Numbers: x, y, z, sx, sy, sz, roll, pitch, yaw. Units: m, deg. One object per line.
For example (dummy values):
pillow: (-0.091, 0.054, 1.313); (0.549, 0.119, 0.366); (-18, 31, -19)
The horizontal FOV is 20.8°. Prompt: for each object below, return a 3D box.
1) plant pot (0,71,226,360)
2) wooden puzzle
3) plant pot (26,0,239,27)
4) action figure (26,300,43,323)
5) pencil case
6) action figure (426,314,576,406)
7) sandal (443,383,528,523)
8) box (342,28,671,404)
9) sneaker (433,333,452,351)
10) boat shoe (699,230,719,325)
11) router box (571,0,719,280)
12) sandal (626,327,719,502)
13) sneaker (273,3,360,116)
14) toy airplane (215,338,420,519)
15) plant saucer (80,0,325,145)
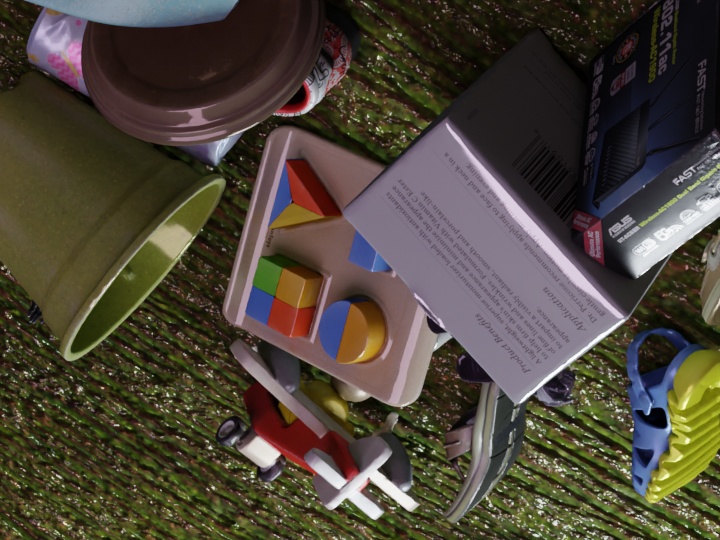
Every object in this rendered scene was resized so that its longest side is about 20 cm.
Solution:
plant pot: (-0.246, -0.060, 1.640); (0.184, 0.200, 0.201); (41, 133, 4)
wooden puzzle: (-0.021, -0.004, 1.635); (0.199, 0.046, 0.186); (24, 107, 27)
plant pot: (-0.154, -0.293, 1.439); (0.199, 0.197, 0.196); (25, 145, -16)
action figure: (-0.281, -0.045, 1.765); (0.118, 0.102, 0.201); (-4, 126, 11)
pencil case: (-0.179, -0.167, 1.632); (0.199, 0.083, 0.091); (28, 127, 2)
action figure: (0.135, 0.051, 1.598); (0.069, 0.200, 0.131); (-21, 84, 30)
sandal: (0.109, 0.142, 1.763); (0.057, 0.080, 0.202); (29, 129, 24)
box: (0.126, -0.044, 1.488); (0.199, 0.200, 0.131); (47, 126, -3)
sneaker: (0.000, 0.000, 1.683); (0.199, 0.089, 0.074); (28, 134, 3)
boat shoe: (0.312, -0.038, 1.529); (0.073, 0.063, 0.201); (-11, 142, -24)
router box: (0.227, -0.112, 1.405); (0.062, 0.201, 0.150); (31, 135, -21)
sandal: (0.263, 0.119, 1.675); (0.087, 0.079, 0.201); (43, 146, 31)
sneaker: (-0.107, -0.192, 1.561); (0.201, 0.108, 0.067); (24, 133, 6)
toy airplane: (-0.028, 0.137, 1.769); (0.199, 0.141, 0.200); (34, 167, 13)
plant saucer: (-0.126, -0.188, 1.516); (0.199, 0.201, 0.030); (8, 155, 19)
